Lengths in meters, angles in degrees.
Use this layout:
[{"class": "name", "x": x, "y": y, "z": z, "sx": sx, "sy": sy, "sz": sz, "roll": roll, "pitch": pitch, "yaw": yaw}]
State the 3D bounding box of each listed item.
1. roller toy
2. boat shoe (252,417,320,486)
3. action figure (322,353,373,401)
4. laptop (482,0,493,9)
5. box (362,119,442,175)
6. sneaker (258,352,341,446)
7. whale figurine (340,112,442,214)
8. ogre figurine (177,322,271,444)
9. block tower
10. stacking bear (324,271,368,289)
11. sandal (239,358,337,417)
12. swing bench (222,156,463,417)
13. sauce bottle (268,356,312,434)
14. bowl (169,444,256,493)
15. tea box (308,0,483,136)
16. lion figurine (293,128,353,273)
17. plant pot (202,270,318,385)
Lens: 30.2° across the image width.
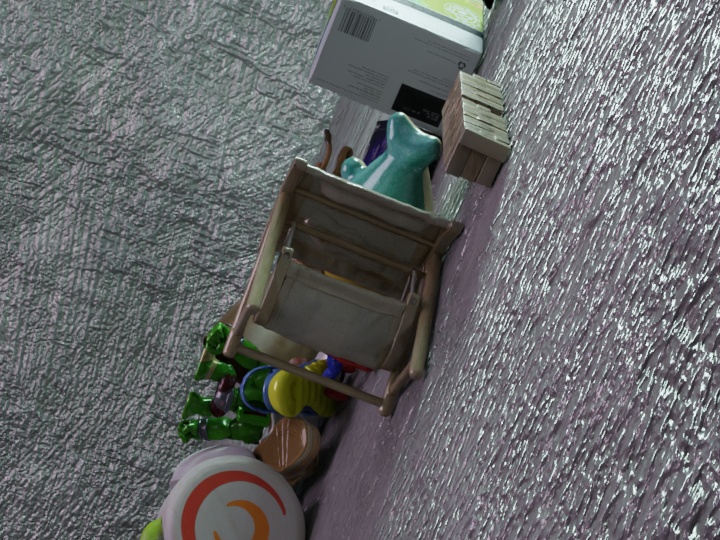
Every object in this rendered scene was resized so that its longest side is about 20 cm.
[{"class": "roller toy", "x": -0.167, "y": 0.338, "z": 1.693, "sx": 0.184, "sy": 0.199, "sz": 0.140, "roll": -61, "pitch": 4, "yaw": -27}, {"class": "boat shoe", "x": -0.088, "y": 0.246, "z": 1.789, "sx": 0.200, "sy": 0.068, "sz": 0.075, "roll": 140, "pitch": 135, "yaw": -58}, {"class": "action figure", "x": -0.006, "y": 0.102, "z": 1.672, "sx": 0.201, "sy": 0.098, "sz": 0.066, "roll": 79, "pitch": -158, "yaw": -61}, {"class": "laptop", "x": 0.215, "y": -0.430, "z": 1.682, "sx": 0.179, "sy": 0.102, "sz": 0.200, "roll": -69, "pitch": -18, "yaw": -2}, {"class": "box", "x": 0.043, "y": -0.131, "z": 1.848, "sx": 0.200, "sy": 0.078, "sz": 0.142, "roll": -141, "pitch": 74, "yaw": -82}, {"class": "sneaker", "x": -0.082, "y": 0.183, "z": 1.883, "sx": 0.070, "sy": 0.079, "sz": 0.202, "roll": -168, "pitch": 100, "yaw": -84}, {"class": "whale figurine", "x": 0.027, "y": -0.078, "z": 1.538, "sx": 0.103, "sy": 0.159, "sz": 0.201, "roll": -25, "pitch": -34, "yaw": -43}, {"class": "ogre figurine", "x": -0.175, "y": 0.171, "z": 1.836, "sx": 0.098, "sy": 0.119, "sz": 0.202, "roll": -90, "pitch": 20, "yaw": -77}, {"class": "block tower", "x": 0.123, "y": -0.155, "z": 1.446, "sx": 0.200, "sy": 0.053, "sz": 0.058, "roll": -85, "pitch": 17, "yaw": -65}, {"class": "stacking bear", "x": 0.000, "y": 0.000, "z": 1.712, "sx": 0.114, "sy": 0.120, "sz": 0.202, "roll": -72, "pitch": -2, "yaw": -70}, {"class": "sandal", "x": -0.092, "y": 0.154, "z": 1.762, "sx": 0.200, "sy": 0.086, "sz": 0.081, "roll": 17, "pitch": -106, "yaw": -65}, {"class": "swing bench", "x": -0.018, "y": 0.017, "z": 1.435, "sx": 0.130, "sy": 0.197, "sz": 0.202, "roll": 124, "pitch": 165, "yaw": -59}, {"class": "sauce bottle", "x": -0.104, "y": 0.224, "z": 1.970, "sx": 0.066, "sy": 0.065, "sz": 0.201, "roll": 121, "pitch": 169, "yaw": -52}, {"class": "bowl", "x": -0.203, "y": 0.348, "z": 1.858, "sx": 0.199, "sy": 0.074, "sz": 0.202, "roll": -14, "pitch": 83, "yaw": 60}, {"class": "tea box", "x": 0.052, "y": -0.311, "z": 1.799, "sx": 0.198, "sy": 0.198, "sz": 0.135, "roll": -83, "pitch": 16, "yaw": -58}, {"class": "lion figurine", "x": -0.056, "y": -0.072, "z": 1.758, "sx": 0.123, "sy": 0.072, "sz": 0.202, "roll": -55, "pitch": -34, "yaw": -48}, {"class": "plant pot", "x": -0.126, "y": 0.085, "z": 2.179, "sx": 0.201, "sy": 0.186, "sz": 0.187, "roll": -57, "pitch": 2, "yaw": -24}]
